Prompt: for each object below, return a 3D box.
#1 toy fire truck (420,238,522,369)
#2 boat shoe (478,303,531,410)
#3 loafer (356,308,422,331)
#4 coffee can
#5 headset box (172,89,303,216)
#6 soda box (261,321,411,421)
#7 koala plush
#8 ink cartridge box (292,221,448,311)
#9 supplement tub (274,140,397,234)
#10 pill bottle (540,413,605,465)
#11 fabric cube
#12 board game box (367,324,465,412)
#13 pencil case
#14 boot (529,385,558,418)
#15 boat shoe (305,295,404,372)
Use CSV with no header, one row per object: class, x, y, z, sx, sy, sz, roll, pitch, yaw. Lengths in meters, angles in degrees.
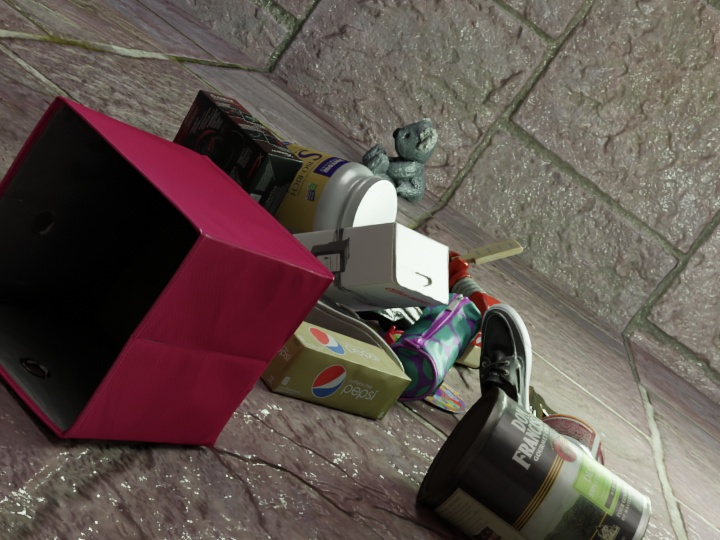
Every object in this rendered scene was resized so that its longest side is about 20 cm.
toy fire truck,0.183,0.037,1.976,0.128,0.201,0.176,22,17,-47
boat shoe,0.187,0.148,1.656,0.069,0.202,0.066,1,6,28
loafer,0.057,0.052,1.800,0.072,0.073,0.200,6,-15,31
coffee can,0.181,0.240,1.292,0.199,0.147,0.146,36,11,-2
headset box,-0.193,-0.148,1.733,0.075,0.149,0.200,8,28,-50
soda box,-0.034,0.111,1.389,0.199,0.064,0.068,22,18,-49
koala plush,0.128,-0.300,3.167,0.183,0.200,0.177,34,11,-9
ink cartridge box,0.000,0.000,1.618,0.199,0.084,0.145,-6,-15,32
supplement tub,-0.062,-0.098,1.781,0.199,0.146,0.145,19,3,27
pill bottle,0.241,0.249,1.517,0.113,0.113,0.200,37,11,9
fabric cube,-0.184,0.010,1.019,0.196,0.200,0.199,41,10,27
board game box,0.078,0.121,1.729,0.200,0.039,0.158,40,12,19
pencil case,0.092,0.096,1.616,0.085,0.093,0.200,24,28,13
boot,0.265,0.221,1.799,0.097,0.075,0.200,33,9,2
boat shoe,-0.027,0.081,1.522,0.199,0.074,0.060,30,15,11
